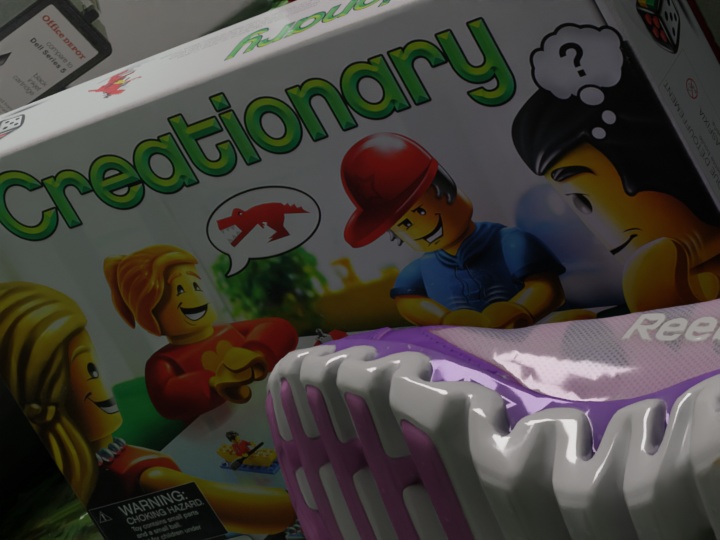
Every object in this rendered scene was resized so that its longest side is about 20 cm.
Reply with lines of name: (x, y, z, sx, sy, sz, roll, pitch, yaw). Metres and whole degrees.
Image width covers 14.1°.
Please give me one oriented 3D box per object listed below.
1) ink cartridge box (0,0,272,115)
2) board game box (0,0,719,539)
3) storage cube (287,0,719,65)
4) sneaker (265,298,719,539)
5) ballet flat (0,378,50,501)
ink cartridge box: (-0.145, -0.059, 1.037, 0.200, 0.084, 0.145, -38, 4, -17)
board game box: (0.000, 0.000, 0.675, 0.200, 0.126, 0.035, -18, 23, 32)
storage cube: (0.062, -0.156, 0.714, 0.200, 0.171, 0.180, -44, 32, -18)
sneaker: (0.066, 0.037, 0.578, 0.200, 0.081, 0.088, 1, 30, 48)
ballet flat: (-0.090, 0.005, 0.885, 0.068, 0.068, 0.200, -16, 23, 15)
